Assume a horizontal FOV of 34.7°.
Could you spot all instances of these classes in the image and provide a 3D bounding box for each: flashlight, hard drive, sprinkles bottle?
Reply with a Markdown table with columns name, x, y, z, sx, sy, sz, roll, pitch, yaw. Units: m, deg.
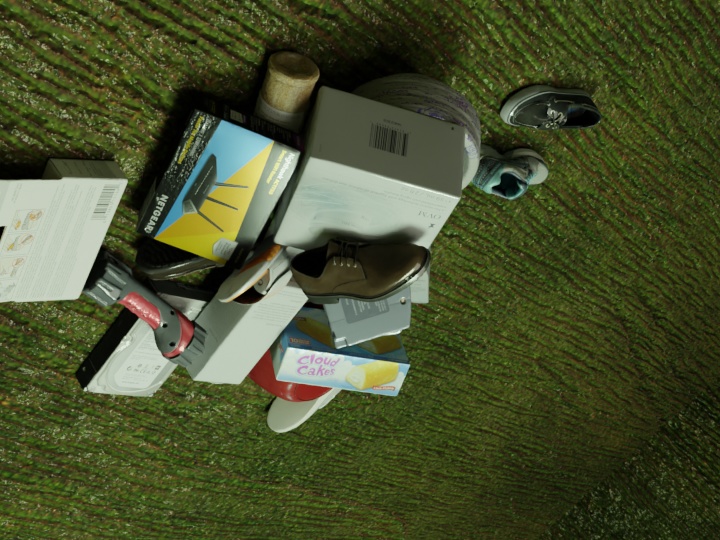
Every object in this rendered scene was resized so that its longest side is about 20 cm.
| name | x | y | z | sx | sy | sz | roll | pitch | yaw |
| --- | --- | --- | --- | --- | --- | --- | --- | --- | --- |
| flashlight | -0.295 | 0.059 | 1.568 | 0.068 | 0.068 | 0.200 | -40 | 132 | 11 |
| hard drive | -0.308 | 0.103 | 1.691 | 0.200 | 0.038 | 0.139 | -50 | 147 | 17 |
| sprinkles bottle | -0.111 | -0.184 | 1.494 | 0.068 | 0.068 | 0.201 | -12 | 139 | -35 |

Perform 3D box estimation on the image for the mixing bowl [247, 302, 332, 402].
| name | x | y | z | sx | sy | sz | roll | pitch | yaw |
| --- | --- | --- | --- | --- | --- | --- | --- | --- | --- |
| mixing bowl | -0.092 | 0.144 | 1.893 | 0.199 | 0.109 | 0.201 | -26 | 147 | -18 |

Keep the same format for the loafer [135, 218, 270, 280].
| name | x | y | z | sx | sy | sz | roll | pitch | yaw |
| --- | --- | --- | --- | --- | --- | --- | --- | --- | --- |
| loafer | -0.213 | -0.026 | 1.585 | 0.199 | 0.073 | 0.072 | -20 | 144 | -26 |

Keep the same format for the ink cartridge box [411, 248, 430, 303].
| name | x | y | z | sx | sy | sz | roll | pitch | yaw |
| --- | --- | --- | --- | --- | --- | --- | --- | --- | --- |
| ink cartridge box | 0.087 | -0.072 | 1.754 | 0.047 | 0.161 | 0.200 | 3 | 143 | 3 |

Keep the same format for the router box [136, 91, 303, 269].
| name | x | y | z | sx | sy | sz | roll | pitch | yaw |
| --- | --- | --- | --- | --- | --- | --- | --- | --- | --- |
| router box | -0.180 | -0.111 | 1.468 | 0.149 | 0.051 | 0.200 | 20 | 123 | -19 |

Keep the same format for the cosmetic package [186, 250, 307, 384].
| name | x | y | z | sx | sy | sz | roll | pitch | yaw |
| --- | --- | --- | --- | --- | --- | --- | --- | --- | --- |
| cosmetic package | -0.171 | 0.072 | 1.686 | 0.200 | 0.074 | 0.101 | -49 | 146 | 20 |

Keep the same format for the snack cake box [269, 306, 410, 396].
| name | x | y | z | sx | sy | sz | roll | pitch | yaw |
| --- | --- | --- | --- | --- | --- | --- | --- | --- | --- |
| snack cake box | -0.036 | 0.121 | 1.767 | 0.199 | 0.115 | 0.067 | 9 | 123 | -20 |

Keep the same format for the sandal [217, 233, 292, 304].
| name | x | y | z | sx | sy | sz | roll | pitch | yaw |
| --- | --- | --- | --- | --- | --- | --- | --- | --- | --- |
| sandal | -0.120 | -0.001 | 1.564 | 0.079 | 0.059 | 0.207 | -26 | -166 | 30 |

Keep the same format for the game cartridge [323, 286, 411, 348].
| name | x | y | z | sx | sy | sz | roll | pitch | yaw |
| --- | --- | --- | --- | --- | --- | --- | --- | --- | --- |
| game cartridge | 0.000 | 0.000 | 1.662 | 0.133 | 0.201 | 0.040 | -15 | -170 | -2 |

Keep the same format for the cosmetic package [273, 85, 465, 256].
| name | x | y | z | sx | sy | sz | roll | pitch | yaw |
| --- | --- | --- | --- | --- | --- | --- | --- | --- | --- |
| cosmetic package | 0.009 | -0.109 | 1.511 | 0.198 | 0.123 | 0.200 | 14 | 147 | -11 |

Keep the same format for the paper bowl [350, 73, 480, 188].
| name | x | y | z | sx | sy | sz | roll | pitch | yaw |
| --- | --- | --- | --- | --- | --- | --- | --- | --- | --- |
| paper bowl | 0.066 | -0.189 | 1.581 | 0.199 | 0.105 | 0.201 | 4 | 145 | 3 |

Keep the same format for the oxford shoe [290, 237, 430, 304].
| name | x | y | z | sx | sy | sz | roll | pitch | yaw |
| --- | --- | --- | --- | --- | --- | --- | --- | --- | --- |
| oxford shoe | -0.005 | -0.006 | 1.494 | 0.199 | 0.073 | 0.084 | -11 | 140 | 27 |

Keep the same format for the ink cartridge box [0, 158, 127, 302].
| name | x | y | z | sx | sy | sz | roll | pitch | yaw |
| --- | --- | --- | --- | --- | --- | --- | --- | --- | --- |
| ink cartridge box | -0.397 | -0.045 | 1.403 | 0.176 | 0.045 | 0.200 | -3 | 134 | -44 |

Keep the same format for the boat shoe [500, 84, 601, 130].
| name | x | y | z | sx | sy | sz | roll | pitch | yaw |
| --- | --- | --- | --- | --- | --- | --- | --- | --- | --- |
| boat shoe | 0.309 | -0.254 | 1.838 | 0.199 | 0.057 | 0.069 | -10 | 139 | -38 |

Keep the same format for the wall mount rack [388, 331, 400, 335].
| name | x | y | z | sx | sy | sz | roll | pitch | yaw |
| --- | --- | --- | --- | --- | --- | --- | --- | --- | --- |
| wall mount rack | 0.025 | -0.003 | 1.770 | 0.074 | 0.200 | 0.175 | -9 | 115 | 1 |

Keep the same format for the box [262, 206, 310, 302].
| name | x | y | z | sx | sy | sz | roll | pitch | yaw |
| --- | --- | --- | --- | --- | --- | --- | --- | --- | --- |
| box | -0.080 | -0.032 | 1.743 | 0.155 | 0.041 | 0.200 | -7 | 137 | -39 |

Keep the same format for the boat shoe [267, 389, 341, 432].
| name | x | y | z | sx | sy | sz | roll | pitch | yaw |
| --- | --- | --- | --- | --- | --- | --- | --- | --- | --- |
| boat shoe | -0.079 | 0.215 | 2.043 | 0.200 | 0.072 | 0.069 | -48 | 148 | -1 |

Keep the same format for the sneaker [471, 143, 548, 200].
| name | x | y | z | sx | sy | sz | roll | pitch | yaw |
| --- | --- | --- | --- | --- | --- | --- | --- | --- | --- |
| sneaker | 0.245 | -0.148 | 1.881 | 0.199 | 0.086 | 0.078 | -2 | 134 | -44 |
